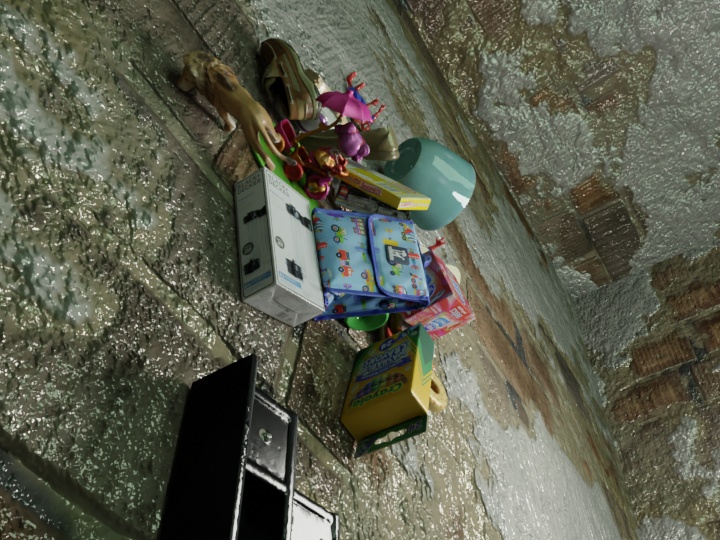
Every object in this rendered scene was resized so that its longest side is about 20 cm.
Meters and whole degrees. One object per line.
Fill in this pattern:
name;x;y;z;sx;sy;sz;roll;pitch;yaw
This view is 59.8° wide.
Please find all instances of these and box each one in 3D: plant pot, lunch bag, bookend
plant pot;0.152;-0.224;1.520;0.160;0.200;0.203;32;37;-32
lunch bag;0.019;-0.009;0.996;0.197;0.094;0.152;0;58;-19
bookend;-0.090;0.231;0.642;0.200;0.091;0.201;47;28;-36

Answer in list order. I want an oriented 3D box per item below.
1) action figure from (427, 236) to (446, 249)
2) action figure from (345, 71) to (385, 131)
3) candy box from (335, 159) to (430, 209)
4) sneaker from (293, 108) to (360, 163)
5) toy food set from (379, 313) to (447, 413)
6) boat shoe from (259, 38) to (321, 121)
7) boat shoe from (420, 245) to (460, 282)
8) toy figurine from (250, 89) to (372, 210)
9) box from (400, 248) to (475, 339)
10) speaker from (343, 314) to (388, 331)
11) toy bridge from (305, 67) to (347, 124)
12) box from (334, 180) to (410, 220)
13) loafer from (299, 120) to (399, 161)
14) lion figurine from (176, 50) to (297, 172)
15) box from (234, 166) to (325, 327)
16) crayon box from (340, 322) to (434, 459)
action figure;0.167;0.002;1.415;0.202;0.098;0.065;65;22;9
action figure;0.020;-0.422;1.555;0.065;0.098;0.202;36;38;-45
candy box;0.021;-0.158;1.126;0.199;0.027;0.102;31;20;31
sneaker;-0.061;-0.287;1.263;0.200;0.074;0.101;44;26;-41
toy food set;0.097;0.156;1.179;0.198;0.048;0.202;49;28;-32
boat shoe;-0.142;-0.351;1.146;0.073;0.076;0.201;-20;59;-25
boat shoe;0.125;-0.002;1.262;0.200;0.062;0.075;22;80;-48
toy figurine;-0.058;-0.211;1.051;0.201;0.182;0.151;58;24;-15
box;0.132;0.051;1.149;0.096;0.099;0.200;67;12;24
speaker;0.000;0.000;1.086;0.088;0.088;0.202;40;33;-44
toy bridge;-0.059;-0.341;1.291;0.067;0.027;0.200;39;-1;21
box;0.023;-0.143;1.199;0.135;0.040;0.200;21;18;-6
loafer;-0.023;-0.242;1.161;0.076;0.197;0.069;-53;149;-79
lion figurine;-0.173;-0.233;0.899;0.199;0.073;0.123;35;-17;23
box;-0.118;-0.035;0.899;0.116;0.060;0.202;36;36;-49
crayon box;0.043;0.174;0.944;0.052;0.125;0.201;53;25;-20
